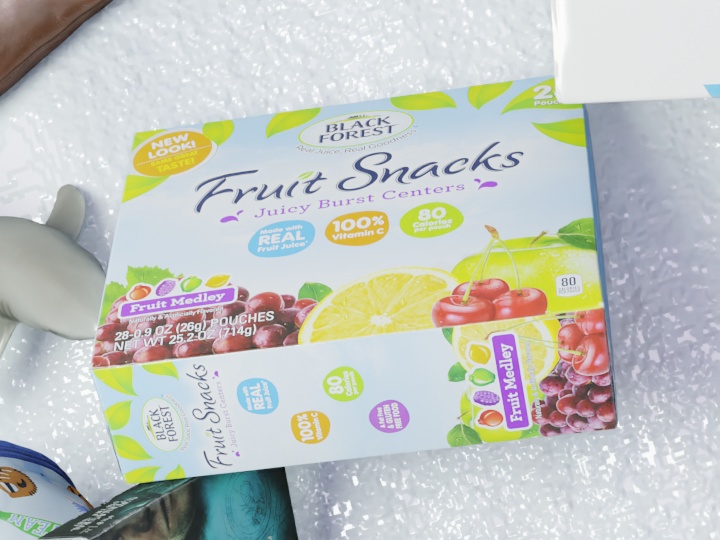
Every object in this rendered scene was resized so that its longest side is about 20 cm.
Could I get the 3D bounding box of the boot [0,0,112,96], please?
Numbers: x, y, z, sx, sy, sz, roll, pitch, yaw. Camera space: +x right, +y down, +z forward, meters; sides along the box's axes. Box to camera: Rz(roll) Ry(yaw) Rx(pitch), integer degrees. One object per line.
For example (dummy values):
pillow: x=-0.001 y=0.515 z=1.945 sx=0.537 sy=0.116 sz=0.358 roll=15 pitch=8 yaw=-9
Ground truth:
boot: x=-0.168 y=-0.180 z=1.067 sx=0.200 sy=0.064 sz=0.187 roll=-33 pitch=79 yaw=8

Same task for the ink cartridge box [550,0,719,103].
ink cartridge box: x=0.142 y=-0.145 z=0.958 sx=0.128 sy=0.200 sz=0.126 roll=-2 pitch=102 yaw=8

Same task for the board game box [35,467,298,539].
board game box: x=-0.060 y=0.180 z=0.952 sx=0.028 sy=0.135 sz=0.201 roll=-5 pitch=101 yaw=32

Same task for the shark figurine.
shark figurine: x=-0.200 y=0.007 z=1.030 sx=0.214 sy=0.090 sz=0.129 roll=-25 pitch=40 yaw=24

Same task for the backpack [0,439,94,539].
backpack: x=-0.174 y=0.163 z=0.978 sx=0.190 sy=0.200 sz=0.154 roll=-43 pitch=67 yaw=-1

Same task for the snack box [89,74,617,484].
snack box: x=0.000 y=0.000 z=0.971 sx=0.199 sy=0.169 sz=0.068 roll=-6 pitch=126 yaw=7
